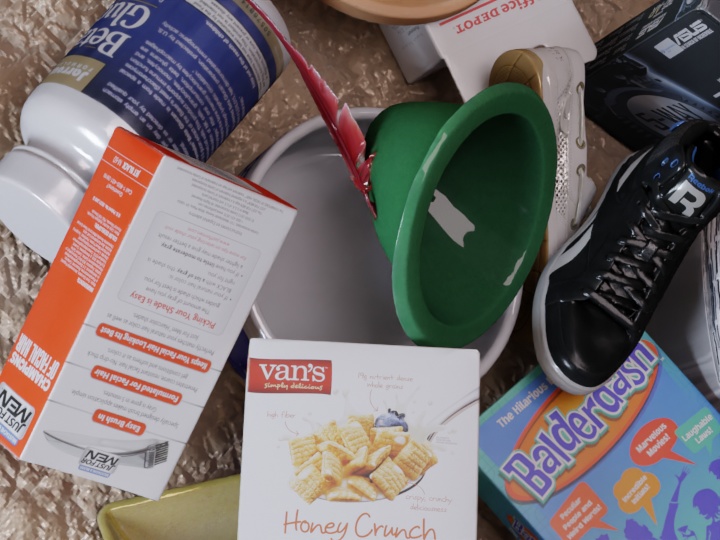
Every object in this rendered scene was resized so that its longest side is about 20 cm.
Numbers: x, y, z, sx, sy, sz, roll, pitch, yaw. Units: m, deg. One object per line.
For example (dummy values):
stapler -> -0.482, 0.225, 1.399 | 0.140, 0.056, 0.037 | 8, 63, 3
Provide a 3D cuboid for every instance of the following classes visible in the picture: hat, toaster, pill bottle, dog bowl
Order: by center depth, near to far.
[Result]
pill bottle -> -0.142, -0.099, 1.544 | 0.111, 0.111, 0.200 | 42, 66, -9
hat -> 0.010, -0.069, 1.561 | 0.165, 0.176, 0.201 | -15, 121, -52
dog bowl -> 0.000, 0.000, 1.598 | 0.199, 0.079, 0.201 | 6, 75, -22
toaster -> 0.255, 0.021, 1.673 | 0.113, 0.129, 0.201 | 2, 77, -23

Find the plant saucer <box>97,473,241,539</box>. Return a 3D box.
plant saucer -> -0.041, 0.211, 1.504 | 0.199, 0.049, 0.200 | -11, 48, -18

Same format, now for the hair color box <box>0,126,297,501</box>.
hair color box -> -0.134, 0.027, 1.484 | 0.111, 0.064, 0.200 | 22, 95, -40

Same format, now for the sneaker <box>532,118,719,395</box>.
sneaker -> 0.179, -0.021, 1.565 | 0.073, 0.112, 0.200 | 33, 57, -9

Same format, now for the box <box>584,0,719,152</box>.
box -> 0.248, -0.117, 1.662 | 0.160, 0.200, 0.044 | 36, 66, -12

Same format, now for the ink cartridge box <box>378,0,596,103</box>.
ink cartridge box -> 0.063, -0.206, 1.678 | 0.115, 0.068, 0.200 | -25, 88, -24

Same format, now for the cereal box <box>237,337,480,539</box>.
cereal box -> -0.002, 0.141, 1.471 | 0.143, 0.040, 0.201 | 3, 68, -3

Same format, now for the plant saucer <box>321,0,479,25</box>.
plant saucer -> 0.023, -0.261, 1.620 | 0.200, 0.032, 0.201 | 5, 77, -20

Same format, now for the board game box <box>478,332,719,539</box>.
board game box -> 0.174, 0.141, 1.593 | 0.152, 0.045, 0.200 | -40, 83, -20

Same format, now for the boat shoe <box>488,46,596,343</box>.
boat shoe -> 0.127, -0.050, 1.639 | 0.069, 0.071, 0.201 | -12, 114, -36
